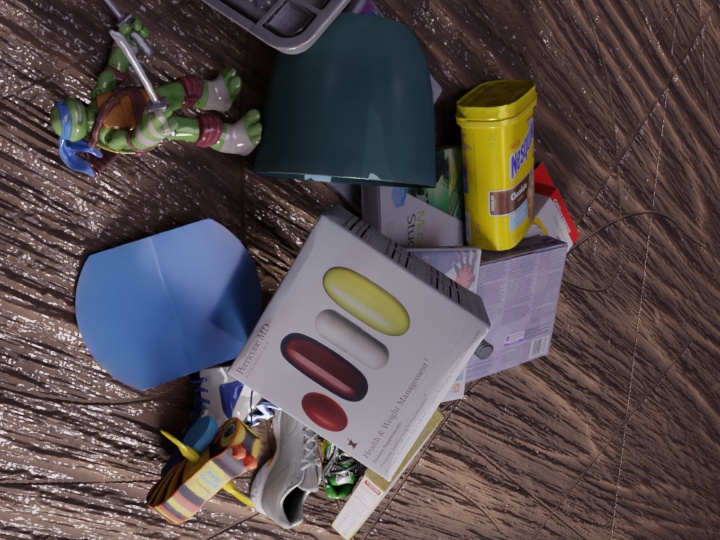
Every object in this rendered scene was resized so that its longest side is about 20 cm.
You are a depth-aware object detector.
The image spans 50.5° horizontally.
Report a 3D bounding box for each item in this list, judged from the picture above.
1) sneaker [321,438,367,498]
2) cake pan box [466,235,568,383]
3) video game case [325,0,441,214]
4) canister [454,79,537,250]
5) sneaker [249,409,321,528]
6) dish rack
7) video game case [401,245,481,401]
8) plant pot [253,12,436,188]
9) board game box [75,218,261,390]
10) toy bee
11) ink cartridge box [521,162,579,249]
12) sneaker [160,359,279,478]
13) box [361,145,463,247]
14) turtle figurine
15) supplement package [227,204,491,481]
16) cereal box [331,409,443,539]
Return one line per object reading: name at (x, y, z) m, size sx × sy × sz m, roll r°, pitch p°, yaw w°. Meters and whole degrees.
sneaker at (-0.011, 0.230, 1.000) m, size 0.076 × 0.086 × 0.202 m, roll 4°, pitch 136°, yaw -4°
cake pan box at (0.215, 0.053, 1.118) m, size 0.197 × 0.052 × 0.188 m, roll -13°, pitch 119°, yaw -32°
video game case at (0.001, -0.201, 0.949) m, size 0.181 × 0.024 × 0.202 m, roll 38°, pitch 81°, yaw -41°
canister at (0.194, -0.148, 1.066) m, size 0.148 × 0.085 × 0.204 m, roll -43°, pitch 133°, yaw -51°
sneaker at (-0.075, 0.240, 1.000) m, size 0.075 × 0.091 × 0.204 m, roll 11°, pitch 98°, yaw -40°
dish rack at (-0.083, -0.306, 0.748) m, size 0.173 × 0.199 × 0.044 m, roll -51°, pitch 164°, yaw -11°
video game case at (0.074, 0.072, 0.948) m, size 0.180 × 0.023 × 0.205 m, roll -2°, pitch 102°, yaw -40°
plant pot at (-0.011, -0.177, 0.811) m, size 0.198 × 0.199 × 0.165 m, roll 0°, pitch 97°, yaw -39°
board game box at (-0.208, 0.035, 0.842) m, size 0.196 × 0.039 × 0.161 m, roll -19°, pitch 107°, yaw -12°
toy bee at (-0.154, 0.195, 0.818) m, size 0.129 × 0.109 × 0.203 m, roll 23°, pitch 93°, yaw -21°
ink cartridge box at (0.271, -0.055, 1.198) m, size 0.201 × 0.067 × 0.116 m, roll -52°, pitch 131°, yaw -13°
sneaker at (-0.177, 0.156, 0.904) m, size 0.200 × 0.080 × 0.115 m, roll -46°, pitch 115°, yaw -8°
box at (0.073, -0.082, 1.009) m, size 0.199 × 0.036 × 0.148 m, roll -22°, pitch 115°, yaw -50°
turtle figurine at (-0.185, -0.179, 0.722) m, size 0.191 × 0.143 × 0.204 m, roll -5°, pitch 113°, yaw -42°
supplement package at (0.001, 0.067, 0.810) m, size 0.198 × 0.147 × 0.193 m, roll 32°, pitch 100°, yaw 0°
cereal box at (0.034, 0.278, 1.052) m, size 0.144 × 0.039 × 0.201 m, roll -43°, pitch 165°, yaw -37°
